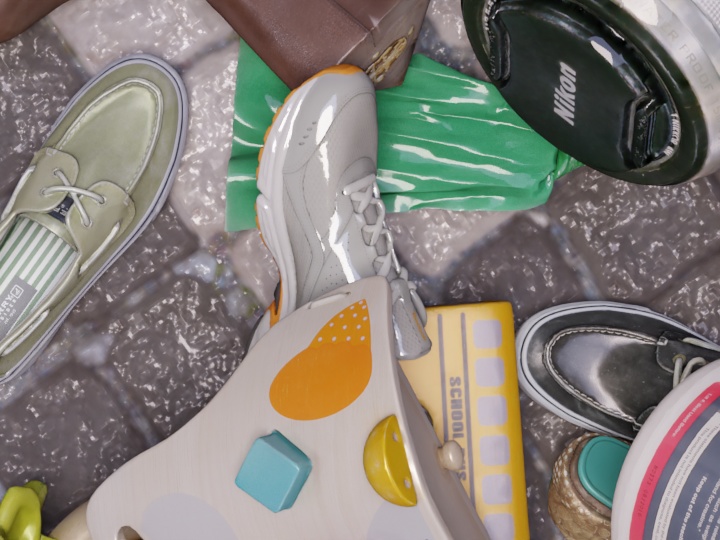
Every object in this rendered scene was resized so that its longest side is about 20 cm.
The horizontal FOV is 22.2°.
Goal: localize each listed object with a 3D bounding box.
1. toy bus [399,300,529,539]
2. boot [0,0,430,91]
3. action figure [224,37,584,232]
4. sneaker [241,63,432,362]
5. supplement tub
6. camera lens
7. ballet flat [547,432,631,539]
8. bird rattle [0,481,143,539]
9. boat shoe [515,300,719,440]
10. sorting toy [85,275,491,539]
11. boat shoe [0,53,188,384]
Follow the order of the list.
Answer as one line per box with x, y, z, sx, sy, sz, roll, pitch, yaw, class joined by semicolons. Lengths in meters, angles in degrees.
0.047;0.119;0.972;0.078;0.065;0.202;-4;90;-4;toy bus
-0.081;-0.134;0.943;0.200;0.064;0.187;41;86;11;boot
0.032;-0.070;0.975;0.198;0.055;0.119;5;88;1;action figure
0.000;0.000;0.908;0.092;0.075;0.202;19;115;32;sneaker
0.225;0.134;0.839;0.140;0.200;0.141;-16;119;-31;supplement tub
0.158;-0.155;0.905;0.160;0.160;0.200;42;71;-2;camera lens
0.185;0.156;0.982;0.199;0.065;0.071;36;56;1;ballet flat
-0.120;0.190;0.943;0.162;0.113;0.201;-32;95;-19;bird rattle
0.178;0.064;0.974;0.198;0.071;0.073;16;89;-3;boat shoe
-0.030;0.134;0.872;0.179;0.107;0.201;-20;114;19;sorting toy
-0.152;-0.024;0.962;0.072;0.062;0.201;30;88;-3;boat shoe
